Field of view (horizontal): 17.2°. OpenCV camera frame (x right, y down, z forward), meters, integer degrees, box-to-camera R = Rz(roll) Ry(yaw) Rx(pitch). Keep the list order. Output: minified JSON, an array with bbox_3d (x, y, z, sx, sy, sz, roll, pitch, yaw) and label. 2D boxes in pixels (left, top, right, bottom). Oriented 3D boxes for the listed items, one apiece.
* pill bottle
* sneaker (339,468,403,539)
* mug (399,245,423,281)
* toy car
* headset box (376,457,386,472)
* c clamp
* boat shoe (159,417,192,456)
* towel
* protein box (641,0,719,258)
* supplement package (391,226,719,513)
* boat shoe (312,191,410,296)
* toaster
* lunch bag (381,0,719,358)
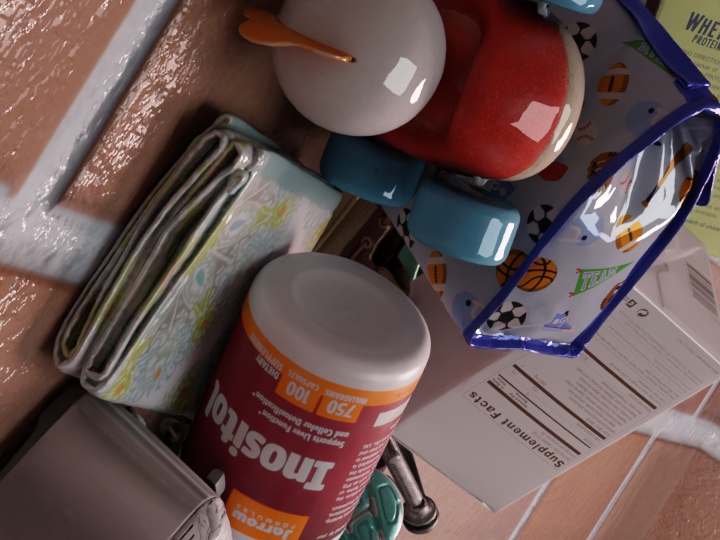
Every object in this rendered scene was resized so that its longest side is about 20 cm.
[{"bbox_3d":[-0.043,0.098,1.413,0.113,0.113,0.201,-31,151,-54],"label":"pill bottle"},{"bbox_3d":[-0.057,0.182,1.559,0.199,0.078,0.091,-20,179,12],"label":"sneaker"},{"bbox_3d":[0.066,0.048,1.741,0.115,0.185,0.152,-51,-166,-10],"label":"mug"},{"bbox_3d":[0.007,-0.124,1.309,0.199,0.177,0.186,11,106,-41],"label":"toy car"},{"bbox_3d":[-0.063,0.180,1.705,0.149,0.075,0.200,-61,162,10],"label":"headset box"},{"bbox_3d":[0.016,0.116,1.655,0.027,0.172,0.200,-23,142,2],"label":"c clamp"},{"bbox_3d":[-0.105,0.114,1.534,0.200,0.063,0.073,-40,-168,-13],"label":"boat shoe"},{"bbox_3d":[-0.091,0.001,1.376,0.172,0.048,0.200,-55,163,3],"label":"towel"},{"bbox_3d":[0.253,-0.123,1.632,0.135,0.197,0.201,-120,-133,-67],"label":"protein box"},{"bbox_3d":[0.123,0.044,1.559,0.199,0.120,0.122,-34,-143,26],"label":"supplement package"},{"bbox_3d":[0.000,0.000,1.569,0.201,0.072,0.072,-60,162,12],"label":"boat shoe"},{"bbox_3d":[-0.162,0.173,1.339,0.200,0.129,0.114,-49,160,-23],"label":"toaster"},{"bbox_3d":[0.117,-0.076,1.420,0.123,0.170,0.201,5,129,-43],"label":"lunch bag"}]
